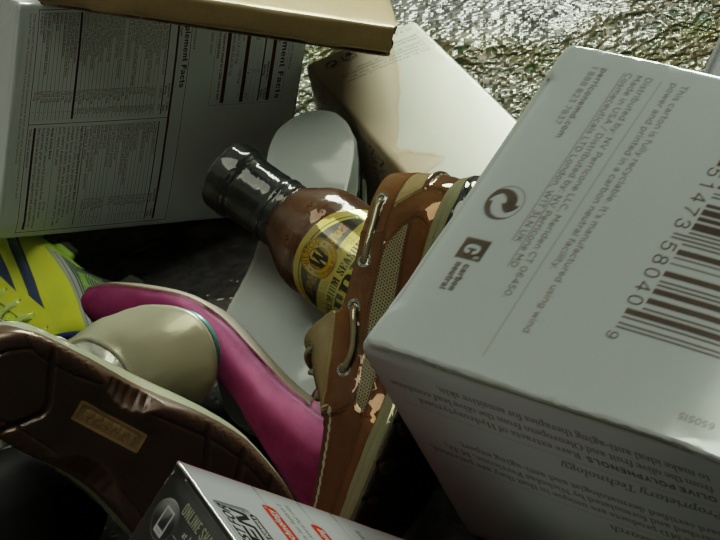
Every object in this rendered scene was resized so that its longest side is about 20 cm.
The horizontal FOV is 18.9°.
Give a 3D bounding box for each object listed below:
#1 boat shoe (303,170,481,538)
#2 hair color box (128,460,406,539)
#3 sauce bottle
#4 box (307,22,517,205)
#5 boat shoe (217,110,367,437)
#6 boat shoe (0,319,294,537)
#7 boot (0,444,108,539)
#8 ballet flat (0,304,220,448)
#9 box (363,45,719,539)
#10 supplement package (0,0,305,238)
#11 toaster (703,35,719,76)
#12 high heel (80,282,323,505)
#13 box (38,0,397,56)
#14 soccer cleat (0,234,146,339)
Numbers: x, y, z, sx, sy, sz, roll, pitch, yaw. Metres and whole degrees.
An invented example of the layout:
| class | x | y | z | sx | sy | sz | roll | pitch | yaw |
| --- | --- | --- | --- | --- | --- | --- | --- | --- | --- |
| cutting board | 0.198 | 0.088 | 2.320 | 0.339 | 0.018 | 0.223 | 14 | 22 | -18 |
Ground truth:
| class | x | y | z | sx | sy | sz | roll | pitch | yaw |
| --- | --- | --- | --- | --- | --- | --- | --- | --- | --- |
| boat shoe | 0.012 | 0.045 | 1.071 | 0.074 | 0.076 | 0.201 | 17 | 83 | 29 |
| hair color box | 0.002 | 0.156 | 0.920 | 0.061 | 0.200 | 0.102 | -57 | 38 | 11 |
| sauce bottle | 0.000 | 0.000 | 1.151 | 0.200 | 0.065 | 0.065 | 33 | 54 | 24 |
| box | 0.048 | -0.057 | 1.274 | 0.078 | 0.095 | 0.200 | -23 | 35 | -12 |
| boat shoe | -0.028 | 0.009 | 1.226 | 0.070 | 0.064 | 0.201 | 2 | 62 | 20 |
| boat shoe | -0.113 | 0.085 | 1.072 | 0.075 | 0.202 | 0.075 | -52 | 21 | -6 |
| boot | -0.207 | 0.140 | 1.032 | 0.211 | 0.158 | 0.079 | -36 | 80 | -18 |
| ballet flat | -0.153 | 0.068 | 1.146 | 0.200 | 0.070 | 0.069 | -20 | 22 | 46 |
| box | 0.151 | 0.034 | 1.016 | 0.200 | 0.171 | 0.199 | 17 | 61 | 36 |
| supplement package | -0.171 | -0.127 | 1.338 | 0.200 | 0.148 | 0.191 | -6 | 27 | -35 |
| toaster | 0.254 | -0.080 | 1.185 | 0.113 | 0.129 | 0.200 | 7 | 28 | -24 |
| high heel | -0.075 | 0.071 | 1.144 | 0.199 | 0.067 | 0.096 | 18 | 81 | 19 |
| box | -0.084 | -0.174 | 1.267 | 0.199 | 0.021 | 0.164 | 7 | 24 | -8 |
| soccer cleat | -0.186 | 0.028 | 1.261 | 0.200 | 0.065 | 0.084 | 21 | 54 | 39 |
